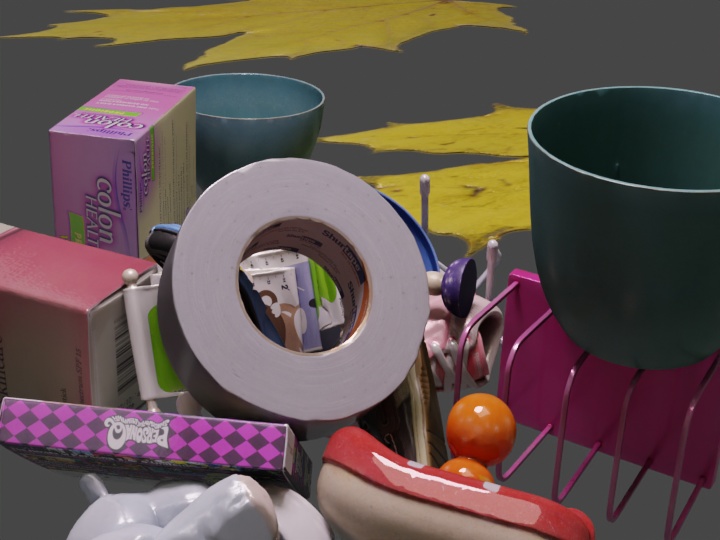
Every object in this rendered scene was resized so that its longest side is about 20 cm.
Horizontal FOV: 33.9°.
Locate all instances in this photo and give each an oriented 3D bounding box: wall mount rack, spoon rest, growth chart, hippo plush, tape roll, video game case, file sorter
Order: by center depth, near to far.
[{"bbox_3d":[-0.130,0.209,0.738,0.197,0.162,0.161,-12,4,-17],"label":"hippo plush"},{"bbox_3d":[-0.020,0.209,0.784,0.198,0.100,0.061,30,61,26],"label":"spoon rest"},{"bbox_3d":[-0.139,0.133,0.859,0.196,0.037,0.182,5,-16,5],"label":"video game case"},{"bbox_3d":[-0.050,0.021,0.883,0.197,0.204,0.066,-7,-17,-21],"label":"tape roll"},{"bbox_3d":[0.182,0.109,0.949,0.197,0.141,0.125,16,29,27],"label":"file sorter"},{"bbox_3d":[-0.101,0.038,0.986,0.197,0.147,0.018,-19,-3,-13],"label":"growth chart"},{"bbox_3d":[0.114,0.002,1.148,0.173,0.075,0.200,34,9,-47],"label":"wall mount rack"}]

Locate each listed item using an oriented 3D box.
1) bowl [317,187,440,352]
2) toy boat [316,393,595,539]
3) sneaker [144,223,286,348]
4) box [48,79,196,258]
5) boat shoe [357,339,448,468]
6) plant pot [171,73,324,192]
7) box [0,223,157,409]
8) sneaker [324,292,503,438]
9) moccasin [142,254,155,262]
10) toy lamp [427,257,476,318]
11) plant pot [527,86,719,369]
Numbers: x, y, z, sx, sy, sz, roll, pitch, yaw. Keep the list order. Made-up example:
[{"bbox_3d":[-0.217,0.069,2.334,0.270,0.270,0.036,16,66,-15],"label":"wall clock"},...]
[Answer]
[{"bbox_3d":[-0.020,0.012,1.117,0.197,0.039,0.204,7,66,-16],"label":"bowl"},{"bbox_3d":[0.070,0.147,0.818,0.196,0.131,0.133,13,65,14],"label":"toy boat"},{"bbox_3d":[-0.113,0.052,0.936,0.082,0.202,0.071,-31,3,-21],"label":"sneaker"},{"bbox_3d":[-0.253,-0.093,1.293,0.095,0.179,0.201,7,25,8],"label":"box"},{"bbox_3d":[0.030,0.117,0.943,0.064,0.074,0.203,-14,55,11],"label":"boat shoe"},{"bbox_3d":[-0.145,-0.156,1.491,0.196,0.137,0.201,3,24,-1],"label":"plant pot"},{"bbox_3d":[-0.283,0.049,1.038,0.197,0.130,0.109,12,27,22],"label":"box"},{"bbox_3d":[0.047,0.081,1.024,0.104,0.076,0.200,21,49,38],"label":"sneaker"},{"bbox_3d":[-0.175,0.010,1.150,0.198,0.074,0.078,-22,42,-4],"label":"moccasin"},{"bbox_3d":[0.000,0.000,1.031,0.197,0.059,0.058,8,24,22],"label":"toy lamp"},{"bbox_3d":[0.219,-0.027,0.884,0.196,0.164,0.202,0,28,0],"label":"plant pot"}]
